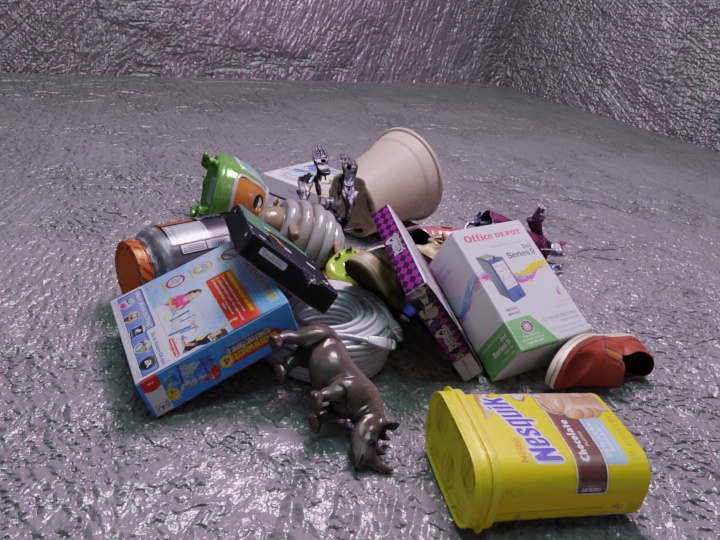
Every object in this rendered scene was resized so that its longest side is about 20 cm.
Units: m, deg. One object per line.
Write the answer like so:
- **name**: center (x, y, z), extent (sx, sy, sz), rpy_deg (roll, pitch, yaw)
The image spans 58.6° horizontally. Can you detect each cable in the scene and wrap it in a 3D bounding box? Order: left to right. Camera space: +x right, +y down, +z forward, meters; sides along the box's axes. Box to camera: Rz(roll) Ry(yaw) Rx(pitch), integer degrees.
- **cable**: center (-0.049, 0.077, 0.887), extent (0.193, 0.071, 0.201), rpy_deg (2, 24, -9)

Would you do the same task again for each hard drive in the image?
- **hard drive**: center (-0.112, -0.021, 0.861), extent (0.139, 0.038, 0.200), rpy_deg (37, 4, -24)

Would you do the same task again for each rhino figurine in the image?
- **rhino figurine**: center (-0.022, 0.142, 0.728), extent (0.086, 0.061, 0.201), rpy_deg (-21, 60, -35)

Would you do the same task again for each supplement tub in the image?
- **supplement tub**: center (-0.254, -0.014, 0.960), extent (0.197, 0.126, 0.121), rpy_deg (-16, 33, -40)

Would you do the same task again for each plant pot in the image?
- **plant pot**: center (0.039, -0.166, 1.313), extent (0.198, 0.205, 0.182), rpy_deg (25, 40, 35)

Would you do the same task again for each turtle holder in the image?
- **turtle holder**: center (-0.257, -0.143, 1.254), extent (0.128, 0.145, 0.185), rpy_deg (12, -20, -24)

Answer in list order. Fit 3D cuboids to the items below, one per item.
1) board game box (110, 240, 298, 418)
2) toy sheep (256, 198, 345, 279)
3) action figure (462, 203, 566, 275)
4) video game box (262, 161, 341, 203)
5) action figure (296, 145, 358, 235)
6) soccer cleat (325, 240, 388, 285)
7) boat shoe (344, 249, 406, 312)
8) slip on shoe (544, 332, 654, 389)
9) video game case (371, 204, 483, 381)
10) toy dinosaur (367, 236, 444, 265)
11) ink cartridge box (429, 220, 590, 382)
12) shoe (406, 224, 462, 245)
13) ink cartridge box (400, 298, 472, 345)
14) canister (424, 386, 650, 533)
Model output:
- **board game box**: center (-0.202, 0.061, 0.811), extent (0.192, 0.057, 0.200), rpy_deg (-28, 36, -15)
- **toy sheep**: center (-0.090, -0.050, 1.082), extent (0.197, 0.140, 0.138), rpy_deg (28, 13, -30)
- **action figure**: center (0.314, -0.044, 1.252), extent (0.195, 0.138, 0.149), rpy_deg (12, -21, -20)
- **video game box**: center (-0.099, -0.197, 1.491), extent (0.196, 0.048, 0.181), rpy_deg (23, 31, 31)
- **action figure**: center (-0.058, -0.131, 1.159), extent (0.115, 0.202, 0.104), rpy_deg (7, 53, -10)
- **soccer cleat**: center (0.001, 0.001, 1.053), extent (0.065, 0.084, 0.199), rpy_deg (50, 31, 12)
- **boat shoe**: center (0.033, 0.005, 0.945), extent (0.072, 0.064, 0.201), rpy_deg (29, -7, 26)
- **slip on shoe**: center (0.331, 0.129, 0.880), extent (0.195, 0.076, 0.061), rpy_deg (-3, 28, -32)
- **video game case**: center (0.090, 0.027, 0.892), extent (0.035, 0.182, 0.202), rpy_deg (-31, 35, 8)
- **toy dinosaur**: center (0.113, -0.026, 1.039), extent (0.195, 0.060, 0.101), rpy_deg (21, 11, 5)
- **ink cartridge box**: center (0.209, 0.037, 0.921), extent (0.142, 0.088, 0.203), rpy_deg (-9, 56, -31)
- **shoe**: center (0.162, -0.044, 1.182), extent (0.196, 0.074, 0.090), rpy_deg (13, 16, 35)
- **ink cartridge box**: center (0.169, 0.048, 1.039), extent (0.196, 0.048, 0.197), rpy_deg (-8, 29, -34)
- **canister**: center (0.182, 0.193, 0.681), extent (0.194, 0.089, 0.149), rpy_deg (2, 25, -14)
